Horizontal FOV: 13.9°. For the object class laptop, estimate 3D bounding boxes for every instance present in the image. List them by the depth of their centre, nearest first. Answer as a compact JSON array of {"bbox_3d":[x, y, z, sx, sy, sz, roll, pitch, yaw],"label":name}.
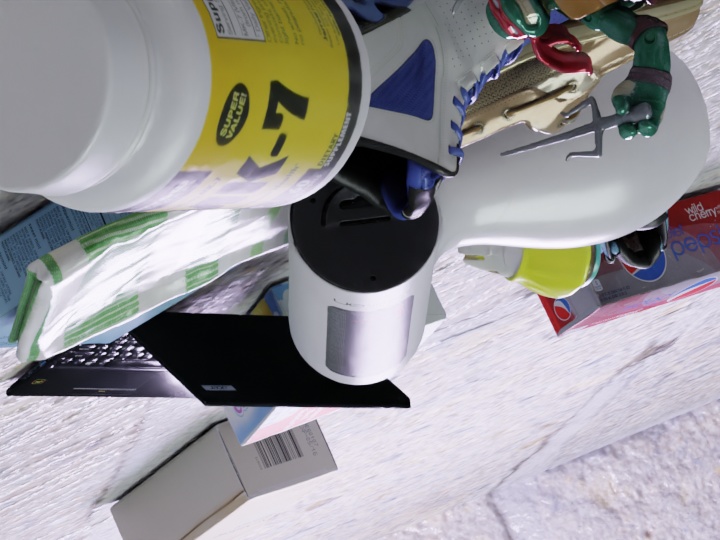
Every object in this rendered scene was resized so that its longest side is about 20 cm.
[{"bbox_3d":[-0.101,0.083,1.944,0.177,0.104,0.200,4,152,-41],"label":"laptop"}]

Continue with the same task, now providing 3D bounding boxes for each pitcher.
[{"bbox_3d":[0.089,-0.067,1.744,0.200,0.122,0.171,-18,-171,-23],"label":"pitcher"}]

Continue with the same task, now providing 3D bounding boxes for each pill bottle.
[{"bbox_3d":[-0.091,-0.082,1.286,0.114,0.115,0.200,-31,167,28],"label":"pill bottle"}]

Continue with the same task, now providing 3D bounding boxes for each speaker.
[{"bbox_3d":[0.000,0.000,1.611,0.081,0.081,0.200,-23,166,-8],"label":"speaker"}]

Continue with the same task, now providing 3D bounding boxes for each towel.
[{"bbox_3d":[-0.091,-0.013,1.595,0.200,0.023,0.153,-22,166,-17],"label":"towel"}]

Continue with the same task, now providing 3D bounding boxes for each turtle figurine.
[{"bbox_3d":[0.120,-0.152,1.427,0.200,0.150,0.101,-34,-159,21],"label":"turtle figurine"}]

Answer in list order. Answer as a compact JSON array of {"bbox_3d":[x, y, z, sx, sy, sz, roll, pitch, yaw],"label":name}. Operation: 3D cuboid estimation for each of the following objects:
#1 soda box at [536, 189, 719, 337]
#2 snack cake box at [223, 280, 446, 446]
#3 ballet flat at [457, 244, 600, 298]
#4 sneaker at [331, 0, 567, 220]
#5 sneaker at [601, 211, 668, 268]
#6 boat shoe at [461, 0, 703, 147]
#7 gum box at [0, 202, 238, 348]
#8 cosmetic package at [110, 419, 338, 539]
[{"bbox_3d":[0.229,-0.009,2.362,0.200,0.070,0.063,-14,164,-39],"label":"soda box"},{"bbox_3d":[-0.027,0.054,2.131,0.115,0.067,0.200,-21,168,-22],"label":"snack cake box"},{"bbox_3d":[0.084,-0.027,1.855,0.067,0.067,0.200,-1,-164,-18],"label":"ballet flat"},{"bbox_3d":[0.032,-0.089,1.498,0.199,0.115,0.081,-19,168,-26],"label":"sneaker"},{"bbox_3d":[0.172,-0.035,2.081,0.078,0.090,0.200,-22,169,-9],"label":"sneaker"},{"bbox_3d":[0.093,-0.109,1.598,0.199,0.065,0.071,-18,-153,-1],"label":"boat shoe"},{"bbox_3d":[-0.122,-0.019,1.669,0.200,0.045,0.170,-30,166,26],"label":"gum box"},{"bbox_3d":[-0.118,0.186,2.519,0.103,0.073,0.200,-16,165,-37],"label":"cosmetic package"}]
